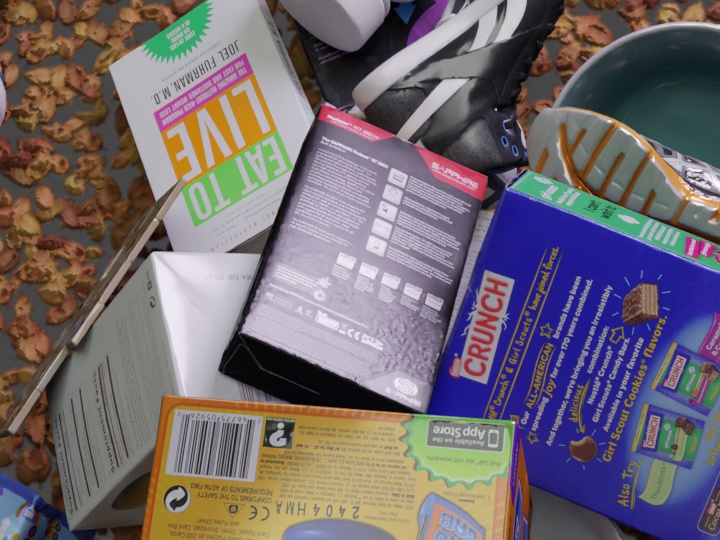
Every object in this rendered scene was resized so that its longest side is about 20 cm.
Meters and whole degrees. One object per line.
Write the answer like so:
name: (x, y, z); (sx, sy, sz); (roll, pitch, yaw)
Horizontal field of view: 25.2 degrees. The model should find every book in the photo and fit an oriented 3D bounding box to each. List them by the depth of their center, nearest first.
book: (-0.099, -0.104, 1.205); (0.133, 0.048, 0.201); (-32, 63, 15)

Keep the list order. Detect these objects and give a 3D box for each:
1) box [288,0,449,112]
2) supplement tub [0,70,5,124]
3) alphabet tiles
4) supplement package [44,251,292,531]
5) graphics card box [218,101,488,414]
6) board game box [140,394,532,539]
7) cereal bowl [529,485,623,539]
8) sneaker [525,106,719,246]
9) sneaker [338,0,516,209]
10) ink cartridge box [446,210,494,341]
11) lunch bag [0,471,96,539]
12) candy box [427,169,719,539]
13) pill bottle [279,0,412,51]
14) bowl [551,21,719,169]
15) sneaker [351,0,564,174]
box: (0.021, -0.198, 1.253); (0.142, 0.036, 0.201); (-22, 67, -2)
supplement tub: (-0.357, -0.197, 1.240); (0.143, 0.145, 0.202); (-15, 67, 1)
alphabet tiles: (-0.192, 0.031, 1.125); (0.008, 0.167, 0.201); (35, 75, -10)
supplement package: (-0.117, 0.083, 1.057); (0.113, 0.200, 0.110); (1, 62, -32)
graphics card box: (0.000, 0.000, 1.006); (0.124, 0.051, 0.201); (24, 49, -8)
board game box: (-0.011, 0.201, 0.920); (0.198, 0.200, 0.202); (4, 69, 10)
cereal bowl: (0.084, 0.229, 1.048); (0.198, 0.083, 0.202); (-3, 67, 6)
sneaker: (0.196, -0.044, 1.036); (0.199, 0.077, 0.079); (33, 118, 9)
sneaker: (0.044, -0.143, 1.166); (0.128, 0.079, 0.202); (0, 86, -5)
ink cartridge box: (0.019, 0.046, 1.125); (0.160, 0.050, 0.202); (11, 71, 30)
lunch bag: (-0.313, 0.194, 1.122); (0.199, 0.094, 0.151); (23, 74, 28)
candy box: (0.156, 0.055, 0.986); (0.198, 0.077, 0.171); (22, 105, 9)
pill bottle: (0.025, -0.267, 1.199); (0.114, 0.115, 0.201); (34, 75, 18)
bowl: (0.227, -0.071, 1.117); (0.199, 0.105, 0.203); (2, 100, 14)
sneaker: (0.104, -0.133, 1.099); (0.199, 0.073, 0.112); (-35, 90, 3)
